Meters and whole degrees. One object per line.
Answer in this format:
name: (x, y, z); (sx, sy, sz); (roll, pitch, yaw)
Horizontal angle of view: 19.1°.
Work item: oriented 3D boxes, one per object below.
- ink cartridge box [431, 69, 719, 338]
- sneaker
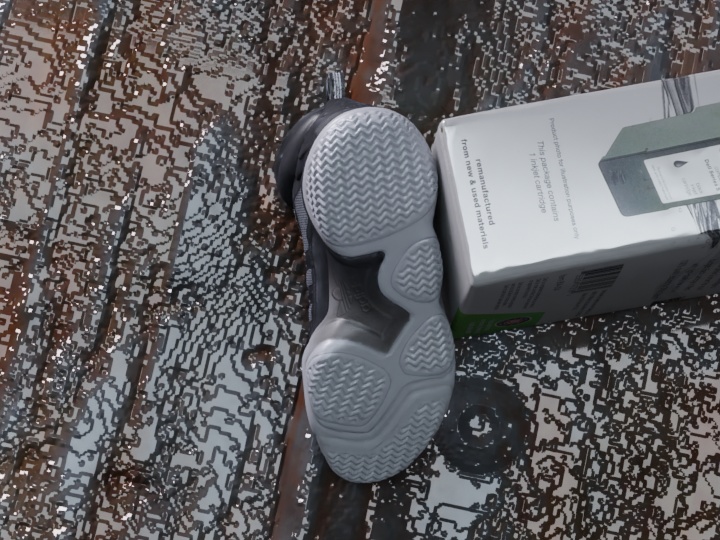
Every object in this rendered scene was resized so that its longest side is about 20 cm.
ink cartridge box: (0.138, -0.034, 1.055); (0.199, 0.146, 0.084); (-10, 78, -5)
sneaker: (0.000, 0.000, 1.080); (0.075, 0.114, 0.201); (-5, 115, -10)
